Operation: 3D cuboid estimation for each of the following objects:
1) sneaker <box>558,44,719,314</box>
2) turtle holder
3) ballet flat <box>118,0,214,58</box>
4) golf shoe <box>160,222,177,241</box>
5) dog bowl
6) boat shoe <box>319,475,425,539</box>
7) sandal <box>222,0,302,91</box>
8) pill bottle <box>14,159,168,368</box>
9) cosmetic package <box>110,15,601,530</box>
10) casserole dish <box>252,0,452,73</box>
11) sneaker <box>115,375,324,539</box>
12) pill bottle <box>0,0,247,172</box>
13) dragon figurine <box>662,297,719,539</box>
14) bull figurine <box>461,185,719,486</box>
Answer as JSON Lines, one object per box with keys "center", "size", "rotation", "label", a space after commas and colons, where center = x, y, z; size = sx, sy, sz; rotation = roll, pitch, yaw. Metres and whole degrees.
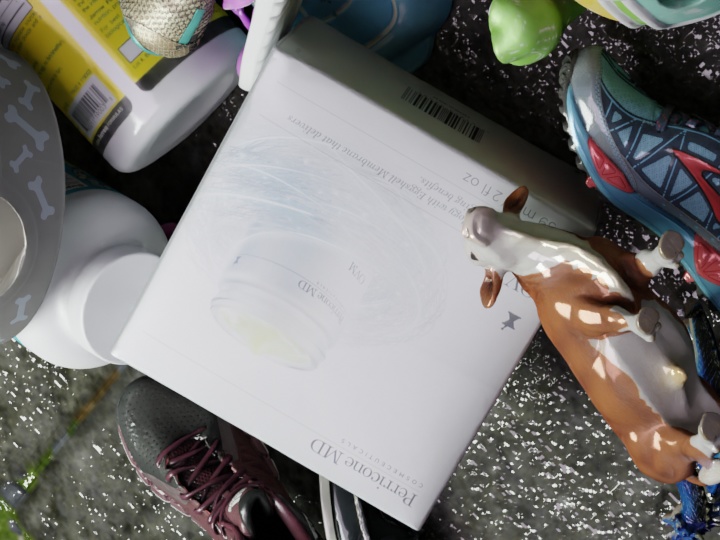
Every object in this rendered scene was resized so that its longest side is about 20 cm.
{"center": [0.191, -0.057, 1.386], "size": [0.200, 0.079, 0.095], "rotation": [44, 124, -16], "label": "sneaker"}
{"center": [0.138, -0.188, 1.316], "size": [0.185, 0.132, 0.142], "rotation": [-7, 109, 33], "label": "turtle holder"}
{"center": [-0.122, -0.216, 1.478], "size": [0.075, 0.068, 0.201], "rotation": [-47, 54, 40], "label": "ballet flat"}
{"center": [-0.062, 0.023, 1.598], "size": [0.199, 0.075, 0.092], "rotation": [8, 114, 29], "label": "golf shoe"}
{"center": [-0.239, -0.044, 1.523], "size": [0.200, 0.058, 0.201], "rotation": [-2, 88, 55], "label": "dog bowl"}
{"center": [0.022, 0.193, 1.633], "size": [0.066, 0.075, 0.201], "rotation": [-11, 99, 12], "label": "boat shoe"}
{"center": [-0.051, -0.173, 1.409], "size": [0.050, 0.083, 0.203], "rotation": [26, 151, 3], "label": "sandal"}
{"center": [-0.188, -0.008, 1.596], "size": [0.200, 0.110, 0.111], "rotation": [30, 131, 50], "label": "pill bottle"}
{"center": [0.000, 0.000, 1.444], "size": [0.199, 0.123, 0.201], "rotation": [29, 106, 0], "label": "cosmetic package"}
{"center": [-0.032, -0.192, 1.490], "size": [0.121, 0.039, 0.201], "rotation": [-30, 96, 40], "label": "casserole dish"}
{"center": [-0.081, 0.132, 1.625], "size": [0.200, 0.076, 0.116], "rotation": [45, 171, 12], "label": "sneaker"}
{"center": [-0.166, -0.165, 1.543], "size": [0.200, 0.112, 0.112], "rotation": [48, 130, 4], "label": "pill bottle"}
{"center": [0.196, 0.081, 1.439], "size": [0.099, 0.059, 0.200], "rotation": [45, 152, 16], "label": "dragon figurine"}
{"center": [0.135, 0.033, 1.330], "size": [0.200, 0.065, 0.121], "rotation": [50, 159, -19], "label": "bull figurine"}
